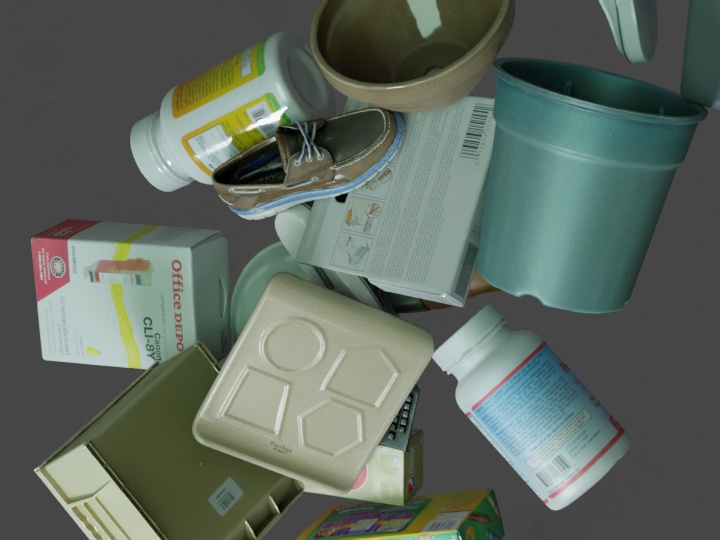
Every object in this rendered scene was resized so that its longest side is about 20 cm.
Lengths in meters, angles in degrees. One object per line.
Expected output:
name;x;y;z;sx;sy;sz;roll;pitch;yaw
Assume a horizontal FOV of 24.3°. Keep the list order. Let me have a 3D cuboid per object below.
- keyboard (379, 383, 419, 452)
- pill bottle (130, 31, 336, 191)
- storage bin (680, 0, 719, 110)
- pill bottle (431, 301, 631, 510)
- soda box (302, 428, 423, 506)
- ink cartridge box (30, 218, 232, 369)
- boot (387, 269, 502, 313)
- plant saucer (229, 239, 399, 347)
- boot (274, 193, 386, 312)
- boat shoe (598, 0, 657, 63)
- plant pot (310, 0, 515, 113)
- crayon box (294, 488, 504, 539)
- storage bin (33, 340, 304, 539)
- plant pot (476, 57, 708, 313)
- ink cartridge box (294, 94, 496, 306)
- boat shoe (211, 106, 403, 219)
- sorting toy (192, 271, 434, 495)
keyboard;-0.041;0.153;1.747;0.199;0.021;0.128;14;101;21
pill bottle;-0.135;-0.156;1.718;0.200;0.111;0.111;-23;94;26
storage bin;0.362;-0.221;1.488;0.134;0.145;0.201;11;108;30
pill bottle;0.167;0.132;1.671;0.200;0.109;0.109;49;116;4
soda box;-0.035;0.199;1.798;0.199;0.064;0.068;6;106;21
ink cartridge box;-0.249;0.027;1.829;0.199;0.083;0.146;4;106;21
boot;0.110;-0.059;1.670;0.199;0.068;0.189;-12;88;19
plant saucer;-0.057;0.065;1.779;0.199;0.050;0.201;6;106;20
boot;0.000;0.000;1.710;0.073;0.090;0.200;-16;109;51
boat shoe;0.229;-0.288;1.561;0.065;0.074;0.201;-11;90;29
plant pot;0.059;-0.219;1.608;0.200;0.201;0.093;-1;143;23
crayon box;0.038;0.285;1.760;0.199;0.119;0.058;-10;100;25
storage bin;-0.185;0.209;1.701;0.094;0.200;0.199;-32;98;43
plant pot;0.200;-0.076;1.546;0.200;0.200;0.197;17;108;18
ink cartridge box;0.046;-0.079;1.635;0.176;0.045;0.201;12;80;31
boat shoe;-0.054;-0.108;1.629;0.200;0.072;0.072;-26;62;18
sorting toy;-0.048;0.113;1.673;0.185;0.037;0.200;22;110;-17
